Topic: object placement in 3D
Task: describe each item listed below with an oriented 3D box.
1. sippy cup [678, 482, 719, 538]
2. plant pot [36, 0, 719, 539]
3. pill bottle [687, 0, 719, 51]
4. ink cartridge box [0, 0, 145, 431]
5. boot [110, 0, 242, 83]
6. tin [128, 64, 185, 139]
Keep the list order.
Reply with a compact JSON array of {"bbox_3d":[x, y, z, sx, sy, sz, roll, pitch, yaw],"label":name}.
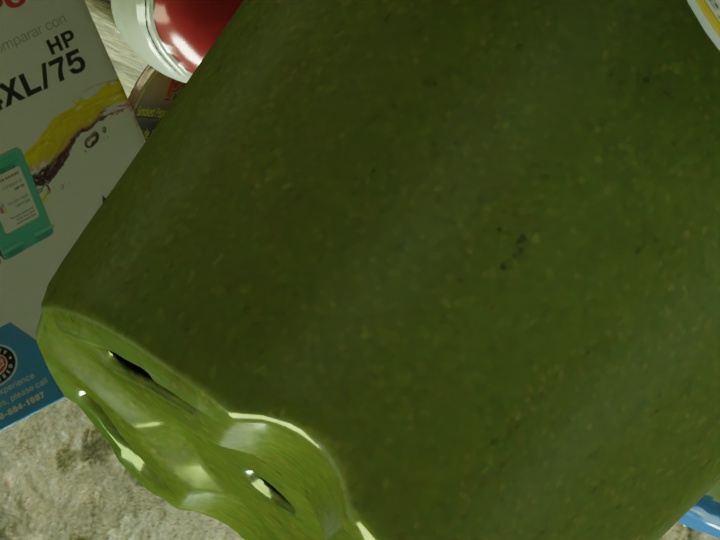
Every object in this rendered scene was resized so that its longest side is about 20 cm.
[{"bbox_3d":[0.200,0.071,1.247,0.139,0.131,0.178,20,173,22],"label":"sippy cup"},{"bbox_3d":[0.033,-0.012,0.559,0.200,0.184,0.201,37,164,13],"label":"plant pot"},{"bbox_3d":[0.103,-0.074,0.371,0.111,0.113,0.200,22,175,2],"label":"pill bottle"},{"bbox_3d":[-0.189,-0.041,1.196,0.146,0.146,0.201,8,124,67],"label":"ink cartridge box"},{"bbox_3d":[0.009,-0.082,0.907,0.144,0.073,0.200,19,-179,28],"label":"boot"},{"bbox_3d":[-0.081,-0.057,1.273,0.042,0.113,0.200,13,180,-24],"label":"tin"}]
